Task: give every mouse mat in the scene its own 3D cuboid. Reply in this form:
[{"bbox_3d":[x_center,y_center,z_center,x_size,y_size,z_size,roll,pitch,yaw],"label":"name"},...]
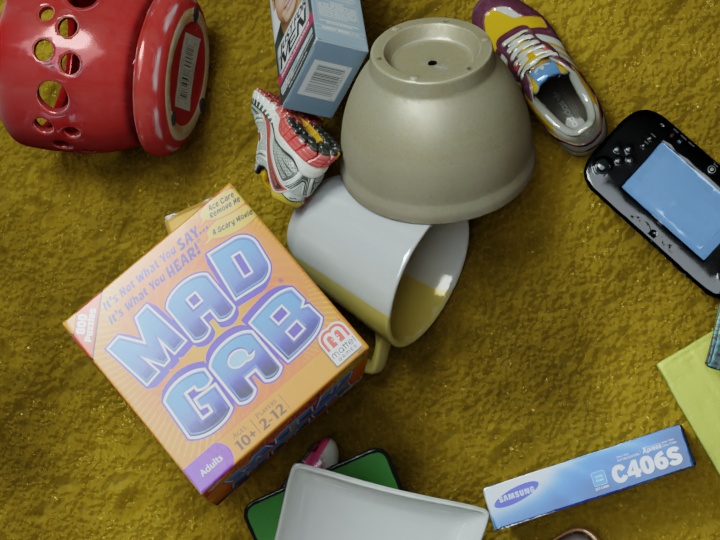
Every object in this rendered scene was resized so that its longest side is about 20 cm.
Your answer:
[{"bbox_3d":[-0.011,0.295,1.434,0.159,0.008,0.202,-23,99,1],"label":"mouse mat"}]

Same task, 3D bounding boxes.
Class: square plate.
[{"bbox_3d":[0.006,0.291,1.399,0.195,0.029,0.202,14,112,-5],"label":"square plate"}]

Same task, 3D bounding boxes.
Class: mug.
[{"bbox_3d":[0.000,-0.007,1.445,0.152,0.149,0.188,26,84,24],"label":"mug"}]

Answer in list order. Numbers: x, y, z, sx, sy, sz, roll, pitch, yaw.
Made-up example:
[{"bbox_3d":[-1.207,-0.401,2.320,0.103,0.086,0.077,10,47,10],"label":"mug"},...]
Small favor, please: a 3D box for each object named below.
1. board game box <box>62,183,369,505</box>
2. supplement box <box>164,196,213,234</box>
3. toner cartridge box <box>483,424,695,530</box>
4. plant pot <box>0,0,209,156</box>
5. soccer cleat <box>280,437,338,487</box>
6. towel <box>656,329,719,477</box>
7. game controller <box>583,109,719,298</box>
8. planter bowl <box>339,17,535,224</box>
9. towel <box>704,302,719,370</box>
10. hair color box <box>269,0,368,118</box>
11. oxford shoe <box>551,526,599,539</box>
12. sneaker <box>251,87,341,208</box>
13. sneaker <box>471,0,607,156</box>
[{"bbox_3d":[-0.131,0.078,1.361,0.199,0.200,0.200,-40,82,-9],"label":"board game box"},{"bbox_3d":[-0.143,0.029,1.513,0.066,0.069,0.202,-20,80,10],"label":"supplement box"},{"bbox_3d":[0.223,0.200,1.383,0.198,0.095,0.044,-20,78,11],"label":"toner cartridge box"},{"bbox_3d":[-0.266,-0.220,1.507,0.180,0.200,0.203,9,85,13],"label":"plant pot"},{"bbox_3d":[-0.062,0.270,1.469,0.086,0.070,0.201,32,95,1],"label":"soccer cleat"},{"bbox_3d":[0.374,0.158,1.391,0.085,0.018,0.202,-30,76,4],"label":"towel"},{"bbox_3d":[0.319,-0.067,1.415,0.200,0.042,0.105,43,96,13],"label":"game controller"},{"bbox_3d":[0.073,-0.161,1.393,0.197,0.136,0.201,-3,39,2],"label":"planter bowl"},{"bbox_3d":[0.422,0.014,1.372,0.145,0.022,0.203,16,87,-2],"label":"towel"},{"bbox_3d":[-0.047,-0.266,1.460,0.060,0.099,0.202,10,49,-22],"label":"hair color box"},{"bbox_3d":[0.165,0.336,1.392,0.071,0.073,0.201,39,93,16],"label":"oxford shoe"},{"bbox_3d":[-0.083,-0.128,1.463,0.077,0.200,0.083,25,106,-21],"label":"sneaker"},{"bbox_3d":[0.181,-0.209,1.444,0.075,0.090,0.201,-40,77,6],"label":"sneaker"}]
